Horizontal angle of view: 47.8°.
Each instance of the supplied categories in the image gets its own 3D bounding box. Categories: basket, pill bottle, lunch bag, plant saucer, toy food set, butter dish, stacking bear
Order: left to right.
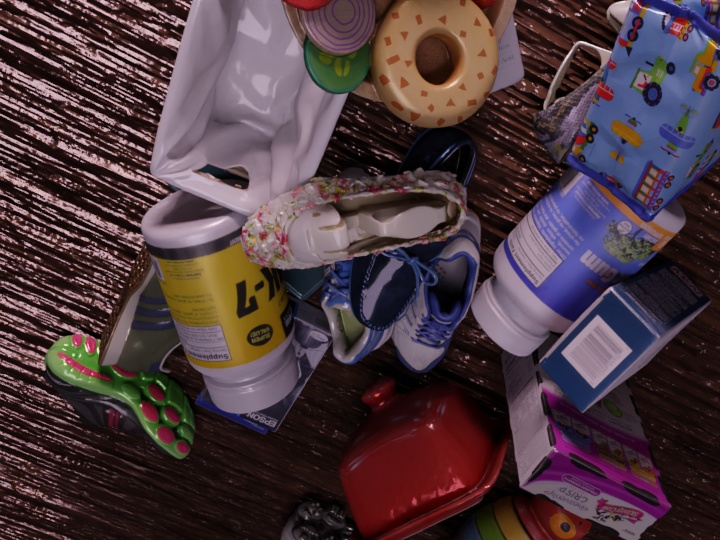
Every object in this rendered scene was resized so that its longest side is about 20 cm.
[{"bbox_3d":[-0.126,0.027,0.778,0.112,0.115,0.203,-8,119,9],"label":"pill bottle"},{"bbox_3d":[-0.107,-0.046,0.827,0.070,0.019,0.200,-38,113,24],"label":"plant saucer"},{"bbox_3d":[-0.081,-0.165,0.688,0.133,0.124,0.202,20,120,-9],"label":"basket"},{"bbox_3d":[0.030,-0.214,0.572,0.195,0.049,0.203,18,101,-24],"label":"toy food set"},{"bbox_3d":[0.052,0.185,0.886,0.198,0.199,0.149,-32,92,22],"label":"butter dish"},{"bbox_3d":[0.193,0.324,0.985,0.199,0.114,0.122,-39,89,13],"label":"stacking bear"},{"bbox_3d":[0.197,-0.014,0.770,0.111,0.113,0.201,30,119,-15],"label":"pill bottle"},{"bbox_3d":[0.284,-0.147,0.656,0.197,0.094,0.152,-19,139,-34],"label":"lunch bag"}]

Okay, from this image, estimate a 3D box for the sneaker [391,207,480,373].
[{"bbox_3d":[0.072,0.036,0.824,0.074,0.089,0.203,8,124,-3],"label":"sneaker"}]

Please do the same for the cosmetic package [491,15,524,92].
[{"bbox_3d":[0.059,-0.239,0.652,0.100,0.074,0.203,-21,121,-1],"label":"cosmetic package"}]

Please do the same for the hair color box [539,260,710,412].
[{"bbox_3d":[0.253,0.056,0.764,0.061,0.199,0.100,49,120,20],"label":"hair color box"}]

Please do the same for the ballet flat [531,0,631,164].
[{"bbox_3d":[0.220,-0.184,0.689,0.072,0.072,0.201,36,109,-18],"label":"ballet flat"}]

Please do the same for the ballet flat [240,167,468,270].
[{"bbox_3d":[-0.001,-0.042,0.668,0.196,0.064,0.077,-15,113,-8],"label":"ballet flat"}]

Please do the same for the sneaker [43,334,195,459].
[{"bbox_3d":[-0.275,0.148,0.937,0.199,0.077,0.083,40,134,-16],"label":"sneaker"}]

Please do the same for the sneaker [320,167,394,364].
[{"bbox_3d":[0.000,0.000,0.801,0.074,0.077,0.204,6,116,23],"label":"sneaker"}]

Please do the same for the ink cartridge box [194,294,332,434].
[{"bbox_3d":[-0.112,0.114,0.915,0.098,0.039,0.202,24,121,-12],"label":"ink cartridge box"}]

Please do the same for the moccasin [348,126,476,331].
[{"bbox_3d":[0.044,-0.039,0.744,0.079,0.068,0.204,16,96,-26],"label":"moccasin"}]

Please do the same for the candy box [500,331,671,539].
[{"bbox_3d":[0.218,0.155,0.821,0.135,0.201,0.061,28,120,-12],"label":"candy box"}]

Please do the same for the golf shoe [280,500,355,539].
[{"bbox_3d":[-0.014,0.371,1.061,0.198,0.079,0.097,33,136,-9],"label":"golf shoe"}]

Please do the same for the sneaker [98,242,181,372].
[{"bbox_3d":[-0.203,0.031,0.861,0.089,0.068,0.202,20,118,-25],"label":"sneaker"}]
